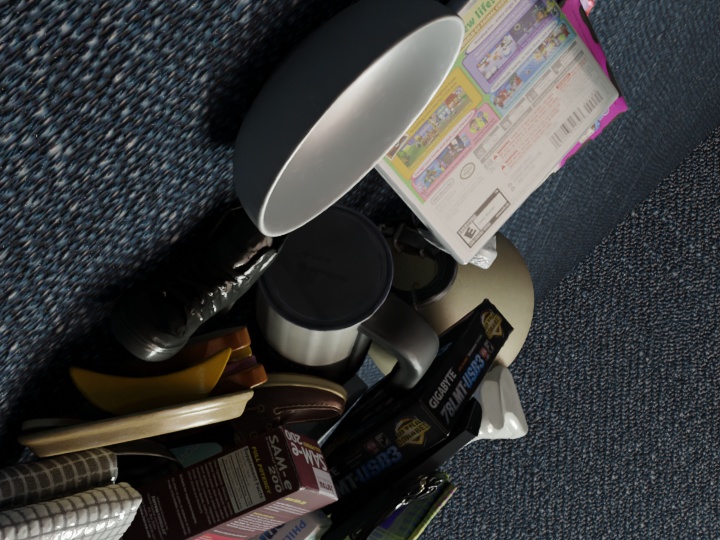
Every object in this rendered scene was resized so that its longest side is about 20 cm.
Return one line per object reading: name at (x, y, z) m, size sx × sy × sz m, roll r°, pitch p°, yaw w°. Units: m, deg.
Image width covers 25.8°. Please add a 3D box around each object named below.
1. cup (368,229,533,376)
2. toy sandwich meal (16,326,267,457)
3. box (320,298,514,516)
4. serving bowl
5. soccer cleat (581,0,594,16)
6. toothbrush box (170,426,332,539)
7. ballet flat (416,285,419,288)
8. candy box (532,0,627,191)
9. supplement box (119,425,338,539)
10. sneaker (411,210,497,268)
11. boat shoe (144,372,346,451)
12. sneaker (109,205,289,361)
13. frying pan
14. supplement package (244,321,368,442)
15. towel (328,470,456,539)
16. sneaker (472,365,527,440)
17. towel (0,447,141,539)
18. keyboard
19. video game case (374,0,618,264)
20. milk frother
cup at (0.066, 0.021, 1.654) m, size 0.200 × 0.200 × 0.143 m, roll -47°, pitch 150°, yaw 5°
toy sandwich meal at (-0.169, 0.092, 1.213) m, size 0.204 × 0.071 × 0.205 m, roll -11°, pitch 177°, yaw -1°
box at (0.040, 0.135, 1.520) m, size 0.200 × 0.050 × 0.199 m, roll -38°, pitch -172°, yaw 36°
serving bowl at (-0.019, -0.118, 1.074) m, size 0.200 × 0.066 × 0.200 m, roll -44°, pitch 170°, yaw -10°
soccer cleat at (0.175, -0.222, 1.402) m, size 0.200 × 0.076 × 0.067 m, roll -50°, pitch 168°, yaw 22°
toothbrush box at (-0.148, 0.216, 1.452) m, size 0.146 × 0.200 × 0.085 m, roll -45°, pitch 170°, yaw 1°
ballet flat at (0.054, 0.004, 1.810) m, size 0.200 × 0.067 × 0.064 m, roll -42°, pitch 162°, yaw -22°
candy box at (0.118, -0.134, 1.338) m, size 0.200 × 0.061 × 0.137 m, roll -40°, pitch 126°, yaw -11°
supplement box at (-0.130, 0.203, 1.339) m, size 0.199 × 0.061 × 0.109 m, roll -24°, pitch 162°, yaw 9°
sneaker at (0.098, -0.091, 1.445) m, size 0.115 × 0.075 × 0.200 m, roll -60°, pitch -156°, yaw 21°
boat shoe at (-0.107, 0.135, 1.383) m, size 0.199 × 0.072 × 0.072 m, roll 0°, pitch 156°, yaw -19°
sneaker at (-0.109, -0.005, 1.177) m, size 0.104 × 0.060 × 0.200 m, roll -49°, pitch 174°, yaw 23°
frying pan at (-0.224, 0.184, 1.349) m, size 0.114 × 0.031 × 0.190 m, roll 7°, pitch 151°, yaw -30°
supplement package at (-0.110, 0.155, 1.579) m, size 0.200 × 0.121 × 0.120 m, roll -48°, pitch 169°, yaw 17°
towel at (0.011, 0.237, 1.489) m, size 0.144 × 0.023 × 0.200 m, roll -49°, pitch -167°, yaw -10°
sneaker at (0.112, 0.145, 1.605) m, size 0.088 × 0.076 × 0.200 m, roll -21°, pitch 169°, yaw 17°
towel at (-0.284, 0.226, 1.210) m, size 0.200 × 0.086 × 0.165 m, roll -51°, pitch 158°, yaw 27°
keyboard at (0.035, 0.199, 1.438) m, size 0.200 × 0.021 × 0.127 m, roll -42°, pitch -172°, yaw 26°
video game case at (0.100, -0.132, 1.276) m, size 0.200 × 0.022 × 0.182 m, roll -47°, pitch 127°, yaw -4°
milk frother at (0.000, 0.000, 1.410) m, size 0.188 × 0.179 × 0.201 m, roll 109°, pitch -3°, yaw -68°
